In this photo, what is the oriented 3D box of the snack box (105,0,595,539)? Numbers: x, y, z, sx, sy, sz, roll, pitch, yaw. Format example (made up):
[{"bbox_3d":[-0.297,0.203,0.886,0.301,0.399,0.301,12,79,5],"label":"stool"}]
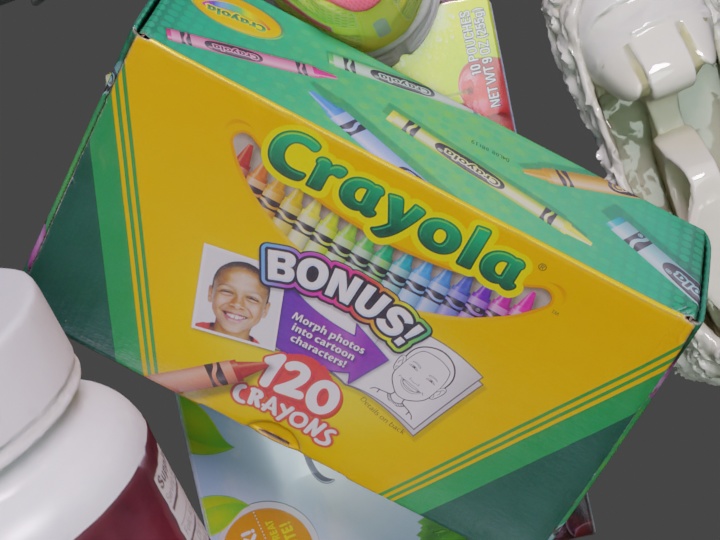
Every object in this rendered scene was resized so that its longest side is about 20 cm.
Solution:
[{"bbox_3d":[-0.003,0.011,0.788,0.141,0.053,0.201,-12,98,3],"label":"snack box"}]

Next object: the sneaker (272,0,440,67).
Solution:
[{"bbox_3d":[-0.032,-0.161,0.704,0.078,0.090,0.201,-32,90,4],"label":"sneaker"}]

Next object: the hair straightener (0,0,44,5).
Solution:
[{"bbox_3d":[-0.079,-0.162,0.774,0.199,0.041,0.077,-30,96,9],"label":"hair straightener"}]

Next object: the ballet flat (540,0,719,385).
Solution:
[{"bbox_3d":[0.116,-0.052,0.774,0.071,0.072,0.201,-19,98,3],"label":"ballet flat"}]

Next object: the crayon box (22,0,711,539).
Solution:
[{"bbox_3d":[0.000,0.000,0.708,0.199,0.058,0.119,27,124,-4],"label":"crayon box"}]

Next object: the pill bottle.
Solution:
[{"bbox_3d":[-0.100,0.108,0.685,0.114,0.114,0.201,-25,112,4],"label":"pill bottle"}]
